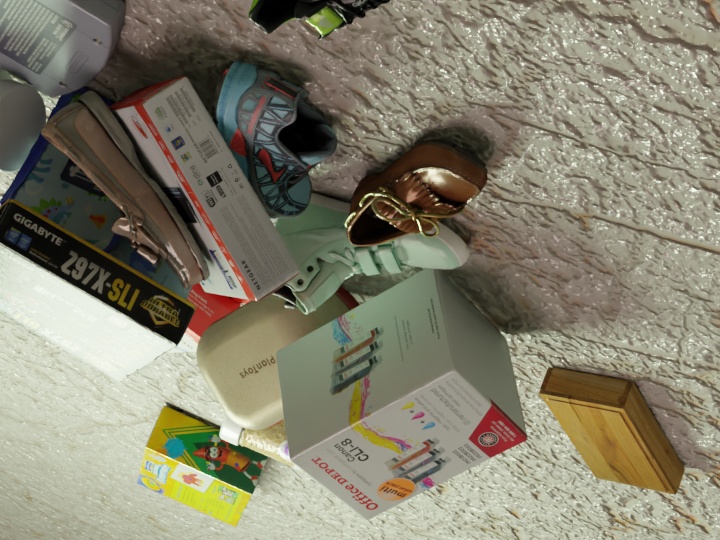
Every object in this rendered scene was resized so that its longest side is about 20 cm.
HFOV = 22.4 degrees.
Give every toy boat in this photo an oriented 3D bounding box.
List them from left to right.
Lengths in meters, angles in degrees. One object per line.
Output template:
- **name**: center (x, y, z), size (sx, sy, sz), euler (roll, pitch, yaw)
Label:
- **toy boat**: center (-0.072, 0.080, 1.970), size (0.199, 0.131, 0.131), euler (-29, 94, 34)

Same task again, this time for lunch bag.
- **lunch bag**: center (-0.241, -0.059, 1.760), size (0.200, 0.171, 0.127), euler (38, 149, -26)

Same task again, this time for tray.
- **tray**: center (0.269, 0.173, 1.935), size (0.098, 0.037, 0.200), euler (9, 154, 32)

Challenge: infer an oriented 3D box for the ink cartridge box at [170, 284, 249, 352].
- **ink cartridge box**: center (-0.222, 0.037, 2.080), size (0.116, 0.068, 0.199), euler (39, 153, -31)

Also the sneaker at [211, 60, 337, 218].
- **sneaker**: center (-0.066, -0.102, 1.614), size (0.095, 0.080, 0.200), euler (13, 155, 20)

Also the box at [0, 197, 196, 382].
- **box**: center (-0.271, 0.022, 1.690), size (0.199, 0.050, 0.160), euler (31, 154, -16)

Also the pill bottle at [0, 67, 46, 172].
- **pill bottle**: center (-0.405, -0.160, 1.756), size (0.199, 0.113, 0.113), euler (18, 157, 27)

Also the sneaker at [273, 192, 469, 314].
- **sneaker**: center (0.000, 0.000, 1.718), size (0.199, 0.119, 0.074), euler (11, 152, 26)

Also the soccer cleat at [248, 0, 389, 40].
- **soccer cleat**: center (-0.001, -0.208, 1.314), size (0.199, 0.081, 0.067), euler (-1, 147, 46)

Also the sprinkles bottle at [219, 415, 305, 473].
- **sprinkles bottle**: center (-0.079, 0.221, 2.338), size (0.199, 0.069, 0.068), euler (22, 157, 5)

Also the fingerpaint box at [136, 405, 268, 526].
- **fingerpaint box**: center (-0.228, 0.282, 2.609), size (0.166, 0.074, 0.200), euler (24, 157, -1)

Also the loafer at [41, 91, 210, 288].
- **loafer**: center (-0.212, -0.063, 1.637), size (0.201, 0.063, 0.072), euler (57, 165, -2)

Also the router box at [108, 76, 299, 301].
- **router box**: center (-0.148, -0.072, 1.635), size (0.201, 0.049, 0.179), euler (60, 164, -11)

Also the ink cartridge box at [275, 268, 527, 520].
- **ink cartridge box**: center (0.038, 0.125, 1.810), size (0.199, 0.145, 0.145), euler (-29, 133, 20)

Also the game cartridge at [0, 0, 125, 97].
- **game cartridge**: center (-0.285, -0.222, 1.626), size (0.133, 0.042, 0.200), euler (27, 157, -17)

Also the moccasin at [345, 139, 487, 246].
- **moccasin**: center (0.044, -0.062, 1.591), size (0.073, 0.078, 0.201), euler (35, 155, -24)
